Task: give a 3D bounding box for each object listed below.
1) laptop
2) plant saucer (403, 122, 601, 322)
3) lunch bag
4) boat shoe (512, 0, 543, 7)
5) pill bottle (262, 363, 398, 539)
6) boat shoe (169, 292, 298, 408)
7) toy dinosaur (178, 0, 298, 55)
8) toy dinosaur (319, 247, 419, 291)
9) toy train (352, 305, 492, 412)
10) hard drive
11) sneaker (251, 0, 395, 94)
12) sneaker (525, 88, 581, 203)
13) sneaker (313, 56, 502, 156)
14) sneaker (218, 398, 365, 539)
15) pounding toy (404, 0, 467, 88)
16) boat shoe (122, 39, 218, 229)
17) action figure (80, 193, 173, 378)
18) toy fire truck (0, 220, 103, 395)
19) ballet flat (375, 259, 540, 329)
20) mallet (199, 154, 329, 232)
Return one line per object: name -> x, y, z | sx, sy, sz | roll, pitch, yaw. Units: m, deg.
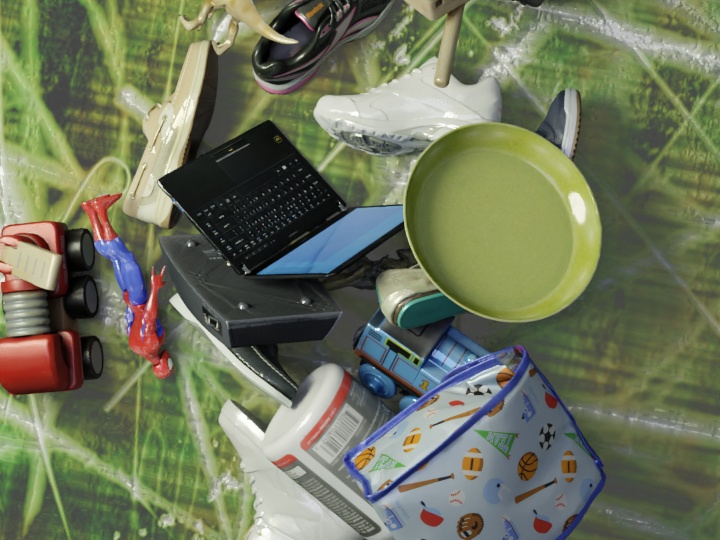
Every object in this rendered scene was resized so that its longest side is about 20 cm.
laptop -> -0.062, -0.075, 1.392 | 0.200, 0.177, 0.103 | 48, 135, 8
plant saucer -> 0.131, -0.043, 1.343 | 0.198, 0.031, 0.202 | 5, 70, -14
lunch bag -> 0.112, 0.188, 1.306 | 0.199, 0.124, 0.171 | -37, 113, -3
boat shoe -> 0.173, -0.297, 1.427 | 0.199, 0.066, 0.072 | -6, 45, 22
pill bottle -> 0.010, 0.195, 1.400 | 0.200, 0.116, 0.116 | 41, 95, -12
boat shoe -> -0.120, 0.063, 1.431 | 0.060, 0.076, 0.200 | -46, 55, -6
toy dinosaur -> -0.130, -0.273, 1.433 | 0.101, 0.058, 0.201 | -45, 43, 25
toy dinosaur -> 0.000, 0.000, 1.438 | 0.198, 0.088, 0.048 | -7, 78, 8
toy train -> 0.082, 0.105, 1.403 | 0.199, 0.115, 0.087 | 35, 56, 8
hard drive -> -0.113, 0.017, 1.396 | 0.134, 0.200, 0.043 | -4, 116, -27
sneaker -> -0.035, -0.261, 1.449 | 0.080, 0.086, 0.200 | 41, 94, 5
sneaker -> 0.154, -0.093, 1.425 | 0.107, 0.070, 0.202 | 14, 94, 6
sneaker -> 0.053, -0.170, 1.449 | 0.198, 0.078, 0.100 | 6, 76, 6
sneaker -> -0.099, 0.237, 1.456 | 0.116, 0.074, 0.200 | -45, 85, 2
pounding toy -> 0.083, -0.317, 1.367 | 0.183, 0.143, 0.200 | -32, 50, -15
boat shoe -> -0.199, -0.147, 1.481 | 0.064, 0.072, 0.202 | 17, 97, 7
action figure -> -0.235, 0.019, 1.483 | 0.051, 0.065, 0.202 | -21, 101, -32
toy fire truck -> -0.325, 0.036, 1.429 | 0.127, 0.200, 0.178 | -5, 88, 9
ballet flat -> 0.107, 0.009, 1.372 | 0.198, 0.068, 0.063 | -6, 45, -26
mallet -> -0.091, -0.052, 1.480 | 0.199, 0.041, 0.066 | 27, 90, 4
